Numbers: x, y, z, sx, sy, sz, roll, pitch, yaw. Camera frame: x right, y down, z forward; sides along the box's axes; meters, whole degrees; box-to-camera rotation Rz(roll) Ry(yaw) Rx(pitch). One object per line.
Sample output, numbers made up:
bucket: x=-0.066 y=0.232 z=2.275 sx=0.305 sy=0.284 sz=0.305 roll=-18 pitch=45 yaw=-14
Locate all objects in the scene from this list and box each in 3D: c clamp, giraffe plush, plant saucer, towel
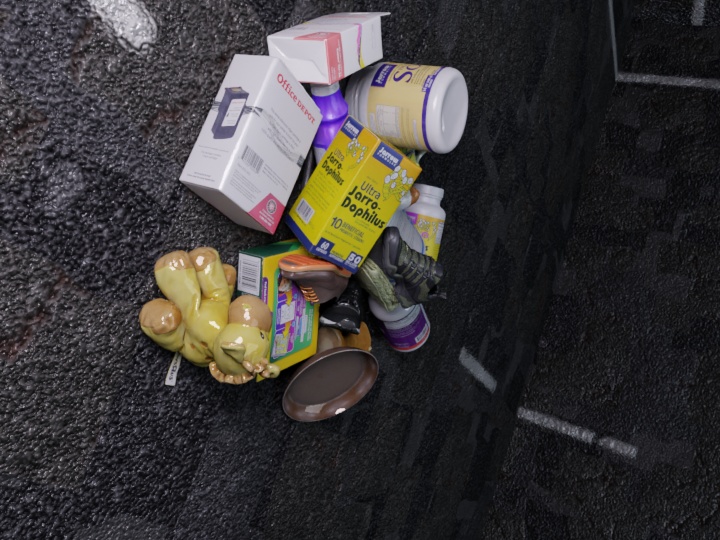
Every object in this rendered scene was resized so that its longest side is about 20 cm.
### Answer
c clamp: x=-0.082 y=-0.165 z=1.131 sx=0.170 sy=0.026 sz=0.207 roll=-11 pitch=110 yaw=-65
giraffe plush: x=-0.190 y=0.082 z=0.894 sx=0.171 sy=0.158 sz=0.207 roll=-10 pitch=111 yaw=-59
plant saucer: x=-0.059 y=0.209 z=1.228 sx=0.195 sy=0.032 sz=0.203 roll=-19 pitch=140 yaw=-16
towel: x=0.000 y=0.000 z=1.218 sx=0.037 sy=0.148 sz=0.200 roll=-47 pitch=153 yaw=-5

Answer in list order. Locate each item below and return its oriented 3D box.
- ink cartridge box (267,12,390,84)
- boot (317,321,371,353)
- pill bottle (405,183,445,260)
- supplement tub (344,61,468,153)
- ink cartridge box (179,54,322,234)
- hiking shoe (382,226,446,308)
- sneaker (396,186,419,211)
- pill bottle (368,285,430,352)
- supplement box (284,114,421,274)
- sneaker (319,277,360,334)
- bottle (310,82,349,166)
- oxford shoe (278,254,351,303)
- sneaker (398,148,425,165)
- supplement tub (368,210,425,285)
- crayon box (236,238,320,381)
ink cartridge box: x=-0.041 y=-0.354 z=1.024 sx=0.200 sy=0.114 sz=0.069 roll=-42 pitch=136 yaw=-45
boot: x=-0.030 y=0.146 z=1.315 sx=0.145 sy=0.069 sz=0.205 roll=-52 pitch=149 yaw=-41
pill bottle: x=0.132 y=-0.087 z=1.463 sx=0.103 sy=0.102 sz=0.207 roll=4 pitch=98 yaw=-60
supplement tub: x=0.083 y=-0.298 z=1.184 sx=0.145 sy=0.195 sz=0.150 roll=-33 pitch=131 yaw=-51
ink cartridge box: x=-0.150 y=-0.180 z=0.935 sx=0.145 sy=0.082 sz=0.205 roll=41 pitch=67 yaw=-58
hiking shoe: x=0.098 y=-0.013 z=1.173 sx=0.202 sy=0.098 sz=0.077 roll=64 pitch=21 yaw=-49
sneaker: x=0.037 y=-0.182 z=1.168 sx=0.083 sy=0.203 sz=0.074 roll=-15 pitch=148 yaw=-28
pill bottle: x=0.083 y=0.086 z=1.440 sx=0.114 sy=0.110 sz=0.202 roll=-60 pitch=147 yaw=-25
supplement box: x=-0.014 y=-0.120 z=1.041 sx=0.107 sy=0.110 sz=0.203 roll=23 pitch=105 yaw=-40
sneaker: x=-0.033 y=0.057 z=1.192 sx=0.200 sy=0.074 sz=0.090 roll=-146 pitch=-108 yaw=-80
bottle: x=-0.043 y=-0.218 z=1.083 sx=0.084 sy=0.064 sz=0.204 roll=-52 pitch=144 yaw=-39
oxford shoe: x=-0.072 y=0.018 z=1.060 sx=0.199 sy=0.070 sz=0.075 roll=10 pitch=96 yaw=-62
sneaker: x=0.077 y=-0.207 z=1.340 sx=0.204 sy=0.075 sz=0.076 roll=-64 pitch=150 yaw=-18
supplement tub: x=0.039 y=-0.071 z=1.265 sx=0.135 sy=0.129 sz=0.200 roll=-65 pitch=147 yaw=-18
crayon box: x=-0.134 y=0.059 z=1.093 sx=0.171 sy=0.057 sz=0.207 roll=-18 pitch=117 yaw=-59
